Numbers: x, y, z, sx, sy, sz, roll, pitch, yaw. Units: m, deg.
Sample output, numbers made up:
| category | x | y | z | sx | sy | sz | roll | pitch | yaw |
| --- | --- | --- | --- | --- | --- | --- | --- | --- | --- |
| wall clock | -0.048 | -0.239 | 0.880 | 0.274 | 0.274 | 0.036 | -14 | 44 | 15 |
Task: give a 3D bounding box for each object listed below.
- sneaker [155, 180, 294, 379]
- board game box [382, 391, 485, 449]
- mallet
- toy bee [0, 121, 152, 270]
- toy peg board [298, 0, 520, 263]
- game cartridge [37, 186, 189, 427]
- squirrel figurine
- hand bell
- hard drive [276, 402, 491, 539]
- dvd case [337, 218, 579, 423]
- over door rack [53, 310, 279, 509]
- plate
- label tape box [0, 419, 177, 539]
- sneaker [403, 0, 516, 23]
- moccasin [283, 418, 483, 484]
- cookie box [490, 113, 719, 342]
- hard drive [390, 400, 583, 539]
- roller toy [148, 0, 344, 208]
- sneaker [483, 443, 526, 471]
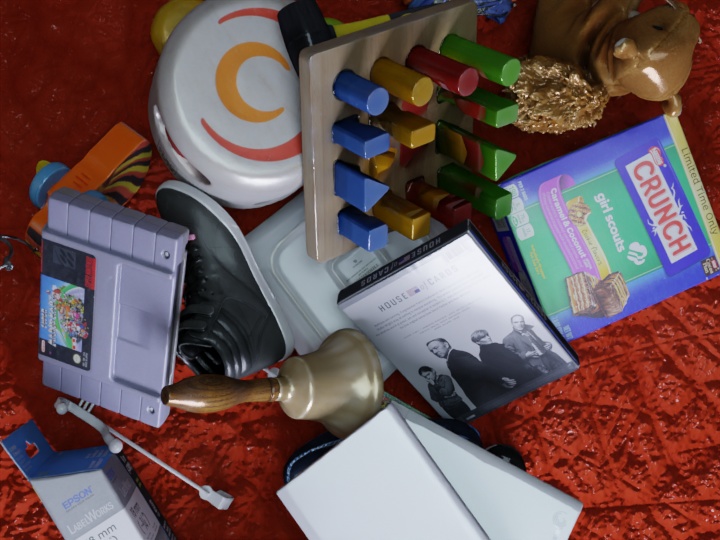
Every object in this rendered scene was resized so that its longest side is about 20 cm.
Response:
| category | x | y | z | sx | sy | sz | roll | pitch | yaw |
| --- | --- | --- | --- | --- | --- | --- | --- | --- | --- |
| sneaker | -0.146 | 0.015 | 1.041 | 0.099 | 0.070 | 0.202 | -35 | 95 | -46 |
| board game box | 0.060 | 0.201 | 1.145 | 0.198 | 0.023 | 0.106 | 29 | 85 | -6 |
| mallet | 0.021 | -0.212 | 1.025 | 0.197 | 0.041 | 0.067 | -10 | 83 | -27 |
| toy bee | -0.281 | -0.050 | 1.079 | 0.198 | 0.109 | 0.132 | -24 | 62 | -18 |
| toy peg board | 0.054 | -0.114 | 1.017 | 0.198 | 0.097 | 0.203 | -25 | 128 | -33 |
| game cartridge | -0.222 | 0.036 | 1.002 | 0.128 | 0.039 | 0.202 | 15 | 121 | 7 |
| squirrel figurine | 0.227 | -0.189 | 1.069 | 0.200 | 0.187 | 0.142 | -42 | 120 | 5 |
| hand bell | -0.086 | 0.104 | 1.005 | 0.198 | 0.103 | 0.106 | 2 | 90 | -40 |
| hard drive | 0.035 | 0.239 | 1.012 | 0.131 | 0.025 | 0.201 | -37 | 86 | 3 |
| dvd case | 0.094 | 0.057 | 1.074 | 0.149 | 0.025 | 0.200 | -29 | 121 | 23 |
| over door rack | -0.175 | 0.120 | 1.096 | 0.198 | 0.067 | 0.149 | 32 | 88 | -5 |
| plate | 0.000 | 0.000 | 1.123 | 0.199 | 0.032 | 0.201 | -39 | 90 | -7 |
| label tape box | -0.239 | 0.215 | 1.049 | 0.063 | 0.144 | 0.202 | -31 | 94 | -5 |
| sneaker | 0.139 | -0.290 | 1.135 | 0.198 | 0.075 | 0.079 | -24 | 102 | 2 |
| moccasin | 0.021 | 0.177 | 1.095 | 0.197 | 0.068 | 0.082 | -16 | 91 | -4 |
| cookie box | 0.246 | -0.042 | 1.138 | 0.198 | 0.075 | 0.173 | -23 | 93 | -6 |
| hard drive | 0.087 | 0.225 | 1.042 | 0.198 | 0.026 | 0.133 | 27 | 84 | 5 |
| roller toy | -0.108 | -0.156 | 1.065 | 0.197 | 0.140 | 0.185 | 12 | 81 | -14 |
| sneaker | 0.109 | 0.266 | 1.092 | 0.069 | 0.090 | 0.202 | 29 | 89 | -5 |
